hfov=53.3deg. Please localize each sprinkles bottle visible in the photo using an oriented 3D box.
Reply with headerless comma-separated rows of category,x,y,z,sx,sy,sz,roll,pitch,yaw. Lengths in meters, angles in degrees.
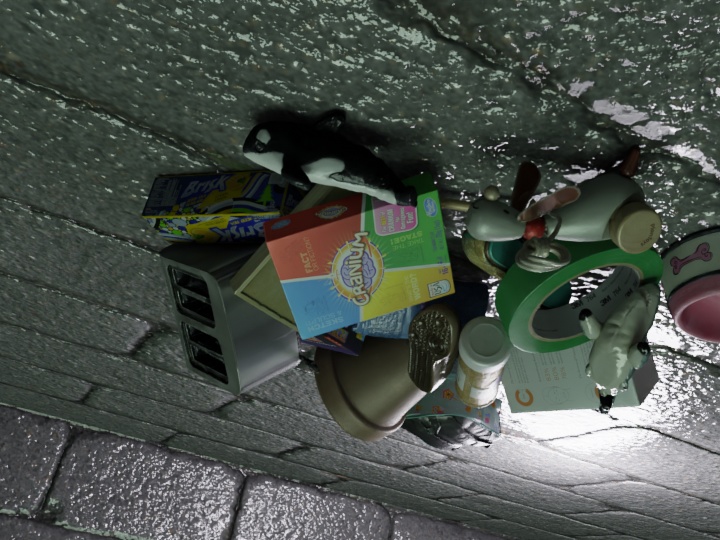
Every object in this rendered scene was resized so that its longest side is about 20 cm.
sprinkles bottle,0.167,0.131,0.992,0.067,0.069,0.201,6,155,8

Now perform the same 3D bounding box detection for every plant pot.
plant pot,0.049,0.160,1.190,0.173,0.203,0.199,-32,134,32

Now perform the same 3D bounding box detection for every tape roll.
tape roll,0.262,0.023,0.866,0.197,0.049,0.202,-13,144,-9

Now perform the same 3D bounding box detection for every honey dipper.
honey dipper,0.142,-0.071,0.836,0.196,0.039,0.038,8,154,9

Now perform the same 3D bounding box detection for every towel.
towel,0.086,0.053,1.058,0.196,0.049,0.113,6,131,-3

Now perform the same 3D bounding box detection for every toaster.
toaster,-0.170,0.053,0.968,0.198,0.118,0.184,16,122,44

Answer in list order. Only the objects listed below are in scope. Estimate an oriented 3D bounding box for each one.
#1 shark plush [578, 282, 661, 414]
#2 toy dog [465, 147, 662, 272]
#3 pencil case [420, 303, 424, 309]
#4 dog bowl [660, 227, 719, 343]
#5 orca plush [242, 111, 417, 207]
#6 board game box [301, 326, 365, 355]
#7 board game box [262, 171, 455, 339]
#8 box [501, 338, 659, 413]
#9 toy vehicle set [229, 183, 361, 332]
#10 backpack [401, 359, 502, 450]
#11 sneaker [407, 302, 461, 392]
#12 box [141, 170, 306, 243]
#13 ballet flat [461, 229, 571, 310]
shark plush,0.331,0.112,0.886,0.090,0.083,0.203,22,134,43
toy dog,0.213,-0.075,0.724,0.197,0.098,0.132,-10,-155,-26
pencil case,0.000,0.000,0.975,0.196,0.087,0.084,7,174,12
dog bowl,0.464,0.025,0.864,0.196,0.075,0.201,9,153,4
orca plush,-0.028,-0.126,0.747,0.198,0.105,0.072,27,120,22
board game box,-0.112,0.067,1.130,0.198,0.058,0.165,7,159,43
board game box,0.003,-0.013,0.835,0.197,0.041,0.155,-17,128,-1
box,0.305,0.125,1.031,0.198,0.127,0.097,-13,-173,40
toy vehicle set,-0.047,-0.022,0.870,0.200,0.027,0.124,-46,128,10
backpack,0.158,0.247,1.332,0.173,0.156,0.199,-12,156,34
sneaker,0.111,0.094,1.006,0.070,0.075,0.201,38,149,18
box,-0.170,-0.079,0.906,0.196,0.065,0.070,1,152,21
ballet flat,0.199,-0.007,0.920,0.070,0.072,0.199,-15,146,42
